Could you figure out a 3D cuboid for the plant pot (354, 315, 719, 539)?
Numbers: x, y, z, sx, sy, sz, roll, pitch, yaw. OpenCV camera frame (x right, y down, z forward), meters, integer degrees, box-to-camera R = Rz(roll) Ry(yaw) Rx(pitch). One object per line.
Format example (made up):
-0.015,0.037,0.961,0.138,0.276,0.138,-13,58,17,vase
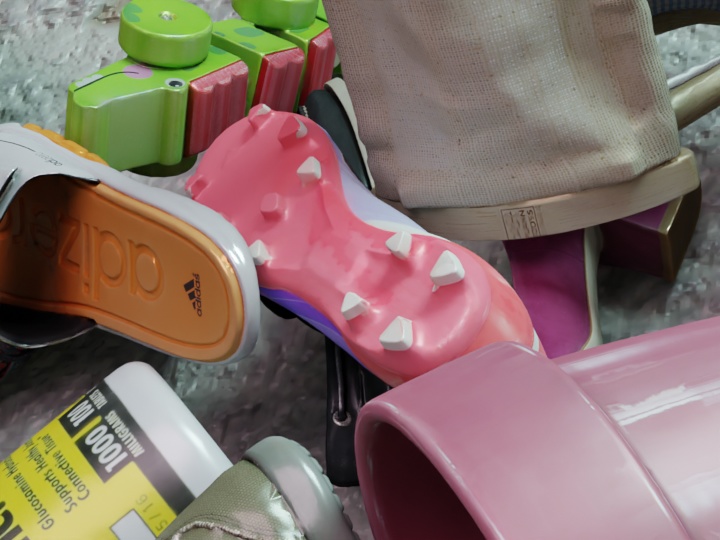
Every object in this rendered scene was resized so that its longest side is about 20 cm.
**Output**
0.119,0.097,0.820,0.178,0.201,0.200,-24,45,-14,plant pot

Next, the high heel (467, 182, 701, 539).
0.054,0.022,0.974,0.095,0.068,0.201,14,56,23,high heel

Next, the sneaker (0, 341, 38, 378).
-0.143,0.012,1.098,0.199,0.079,0.096,0,68,34,sneaker

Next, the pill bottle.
-0.125,0.136,0.950,0.200,0.113,0.112,-39,47,-6,pill bottle

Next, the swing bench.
0.080,-0.143,0.954,0.129,0.200,0.200,9,38,39,swing bench

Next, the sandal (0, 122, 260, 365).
-0.119,-0.008,0.974,0.059,0.080,0.206,-13,18,-38,sandal

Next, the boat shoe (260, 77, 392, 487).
-0.009,0.006,1.021,0.066,0.075,0.200,-16,57,-1,boat shoe

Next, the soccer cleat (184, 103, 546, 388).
0.000,0.000,0.943,0.067,0.076,0.200,-49,37,-4,soccer cleat

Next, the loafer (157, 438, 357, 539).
-0.010,0.157,0.855,0.069,0.075,0.201,-24,70,-13,loafer

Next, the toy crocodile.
-0.053,-0.081,1.074,0.061,0.068,0.200,25,30,26,toy crocodile
